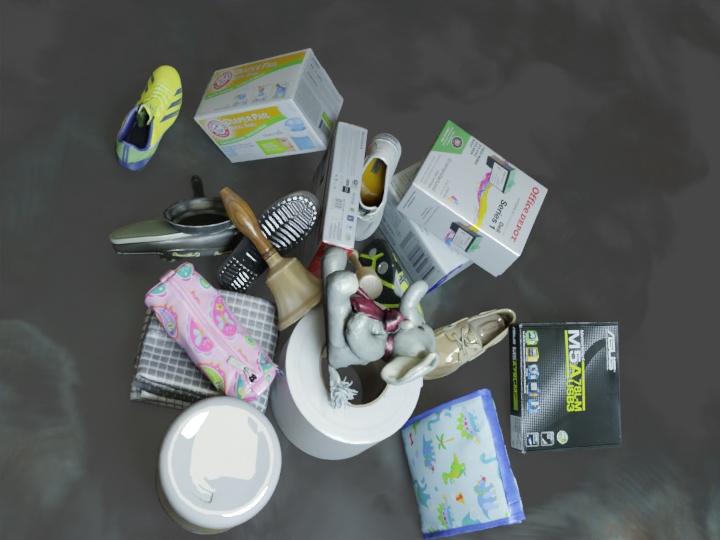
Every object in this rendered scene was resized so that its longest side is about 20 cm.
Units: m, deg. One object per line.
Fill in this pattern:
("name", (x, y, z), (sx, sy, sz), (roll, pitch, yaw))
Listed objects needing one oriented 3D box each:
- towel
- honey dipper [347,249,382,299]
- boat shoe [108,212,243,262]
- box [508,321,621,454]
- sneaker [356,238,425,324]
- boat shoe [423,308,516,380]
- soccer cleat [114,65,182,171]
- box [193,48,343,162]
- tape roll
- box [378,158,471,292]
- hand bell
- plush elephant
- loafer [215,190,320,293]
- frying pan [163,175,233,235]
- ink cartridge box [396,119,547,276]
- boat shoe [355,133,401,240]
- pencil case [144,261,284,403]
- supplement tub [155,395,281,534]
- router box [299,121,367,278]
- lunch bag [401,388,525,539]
("towel", (-0.215, 0.110, 0.979), (0.194, 0.086, 0.170), (14, 64, -13))
("honey dipper", (0.000, 0.000, 1.054), (0.037, 0.200, 0.039), (-2, 104, -7))
("boat shoe", (-0.269, -0.043, 1.034), (0.196, 0.062, 0.072), (-10, 29, -21))
("box", (0.333, 0.186, 1.126), (0.187, 0.047, 0.207), (2, 86, -16))
("sneaker", (0.051, 0.042, 1.114), (0.076, 0.074, 0.204), (28, 38, -52))
("boat shoe", (0.168, 0.112, 1.119), (0.196, 0.065, 0.074), (-21, 76, -25))
("soccer cleat", (-0.328, -0.250, 1.092), (0.063, 0.084, 0.205), (20, 63, -9))
("box", (-0.144, -0.252, 1.081), (0.113, 0.195, 0.104), (49, 49, -46))
("tape roll", (-0.025, 0.156, 0.994), (0.197, 0.140, 0.208), (7, 66, -15))
("box", (0.145, -0.094, 1.176), (0.197, 0.105, 0.186), (-29, 79, -26))
("hand bell", (-0.132, -0.029, 0.968), (0.104, 0.104, 0.202), (-39, 96, -28))
("plush elephant", (0.031, 0.074, 0.883), (0.150, 0.165, 0.207), (-4, 97, -6))
("loafer", (-0.139, -0.051, 1.030), (0.073, 0.199, 0.071), (46, 16, -17))
("frying pan", (-0.250, -0.093, 1.026), (0.113, 0.032, 0.188), (-19, 32, -34))
("ink cartridge box", (0.176, -0.112, 1.086), (0.197, 0.084, 0.147), (33, 61, -3))
("boat shoe", (0.011, -0.114, 1.082), (0.069, 0.202, 0.071), (24, 44, -1))
("pencil case", (-0.191, 0.087, 0.904), (0.087, 0.088, 0.201), (-38, 82, -28))
("supplement tub", (-0.183, 0.248, 0.865), (0.141, 0.200, 0.150), (7, 66, -15))
("router box", (-0.046, -0.092, 1.067), (0.047, 0.180, 0.206), (12, 65, -13))
("lunch bag", (0.152, 0.272, 0.971), (0.124, 0.201, 0.175), (-6, 69, -20))
